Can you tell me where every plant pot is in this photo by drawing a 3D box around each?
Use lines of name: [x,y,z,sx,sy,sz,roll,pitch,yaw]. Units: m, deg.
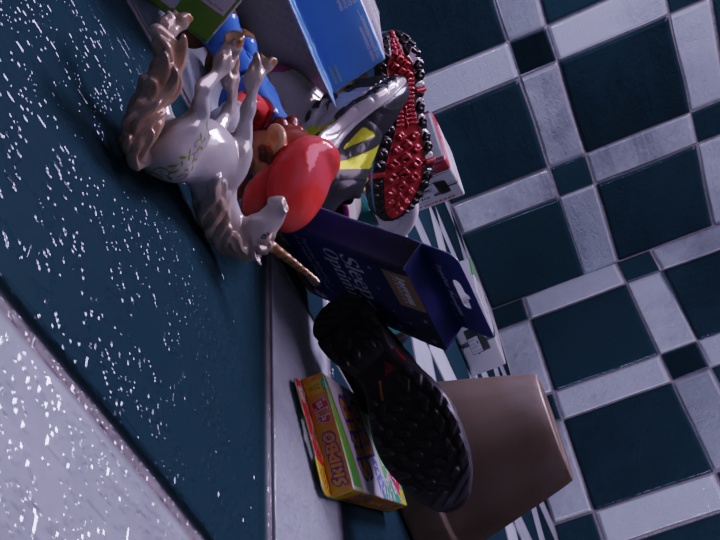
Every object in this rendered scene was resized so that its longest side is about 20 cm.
plant pot: [0.129,0.197,1.049,0.200,0.171,0.203,-20,90,-79]

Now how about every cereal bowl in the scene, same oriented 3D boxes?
cereal bowl: [-0.087,-0.260,1.027,0.200,0.082,0.203,-21,90,-80]

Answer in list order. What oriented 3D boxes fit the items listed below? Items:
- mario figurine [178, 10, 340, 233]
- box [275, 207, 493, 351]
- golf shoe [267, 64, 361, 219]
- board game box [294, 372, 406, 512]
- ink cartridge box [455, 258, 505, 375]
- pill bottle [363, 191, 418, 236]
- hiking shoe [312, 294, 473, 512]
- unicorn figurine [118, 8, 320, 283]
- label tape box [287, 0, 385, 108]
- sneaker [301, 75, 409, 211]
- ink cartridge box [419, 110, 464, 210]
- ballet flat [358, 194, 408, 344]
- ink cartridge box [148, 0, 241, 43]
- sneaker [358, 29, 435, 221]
mario figurine: [-0.097,-0.111,0.777,0.122,0.106,0.202,0,53,-41]
box: [0.011,0.004,0.823,0.033,0.198,0.122,-55,142,-20]
golf shoe: [-0.049,-0.107,0.971,0.092,0.074,0.201,-90,157,-55]
board game box: [-0.006,0.150,0.830,0.200,0.030,0.097,41,29,-66]
ink cartridge box: [0.239,0.101,2.106,0.147,0.082,0.202,-91,160,-61]
pill bottle: [0.007,-0.123,1.202,0.201,0.107,0.110,-97,164,-52]
hiking shoe: [0.039,0.111,0.826,0.201,0.075,0.101,59,8,22]
unicorn figurine: [-0.094,-0.081,0.641,0.199,0.073,0.140,15,91,-54]
label tape box: [-0.029,-0.267,0.941,0.201,0.065,0.144,-97,164,-57]
sneaker: [-0.018,-0.113,0.927,0.074,0.200,0.085,11,-44,46]
ink cartridge box: [0.072,-0.156,1.520,0.200,0.142,0.085,35,37,-72]
ballet flat: [0.000,0.000,1.071,0.202,0.072,0.073,67,8,23]
ink cartridge box: [-0.081,-0.293,0.725,0.075,0.200,0.149,33,34,-27]
sneaker: [0.027,-0.157,1.068,0.095,0.078,0.203,20,-67,59]
